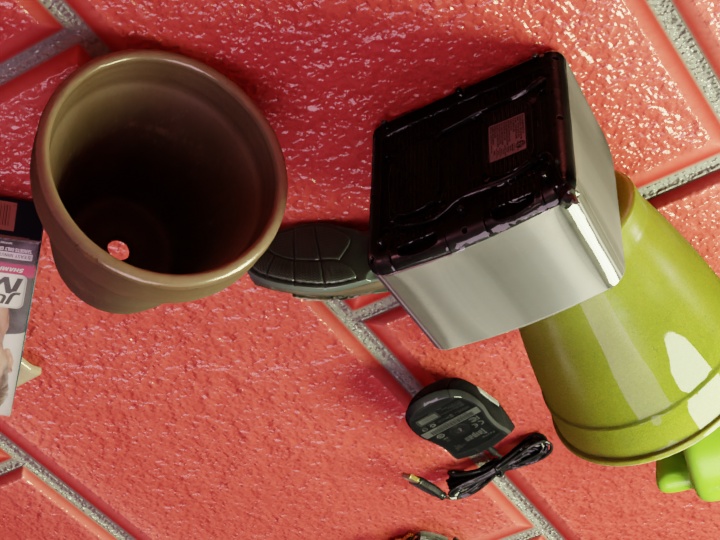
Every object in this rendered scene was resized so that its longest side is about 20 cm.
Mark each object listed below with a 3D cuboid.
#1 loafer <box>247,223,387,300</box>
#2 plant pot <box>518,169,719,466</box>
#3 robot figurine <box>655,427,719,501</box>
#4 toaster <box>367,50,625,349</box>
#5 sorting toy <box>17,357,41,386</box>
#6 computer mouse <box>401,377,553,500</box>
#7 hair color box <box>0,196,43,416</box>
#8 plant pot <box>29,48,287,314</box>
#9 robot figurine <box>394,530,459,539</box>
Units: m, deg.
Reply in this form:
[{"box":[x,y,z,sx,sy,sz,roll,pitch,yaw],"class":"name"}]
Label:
[{"box":[0.000,0.000,1.440,0.198,0.072,0.063,-6,143,3],"class":"loafer"},{"box":[0.211,0.024,1.394,0.199,0.201,0.194,-21,122,21],"class":"plant pot"},{"box":[0.372,0.151,1.565,0.198,0.116,0.177,-13,106,15],"class":"robot figurine"},{"box":[0.105,-0.051,1.291,0.179,0.201,0.119,-23,128,22],"class":"toaster"},{"box":[-0.430,0.085,1.549,0.184,0.037,0.200,-27,131,25],"class":"sorting toy"},{"box":[0.086,0.162,1.631,0.140,0.046,0.199,-32,140,24],"class":"computer mouse"},{"box":[-0.339,0.030,1.448,0.099,0.061,0.201,9,126,-12],"class":"hair color box"},{"box":[-0.178,-0.048,1.319,0.198,0.202,0.175,16,152,-17],"class":"plant pot"},{"box":[0.078,0.358,1.825,0.144,0.059,0.200,-27,131,24],"class":"robot figurine"}]
